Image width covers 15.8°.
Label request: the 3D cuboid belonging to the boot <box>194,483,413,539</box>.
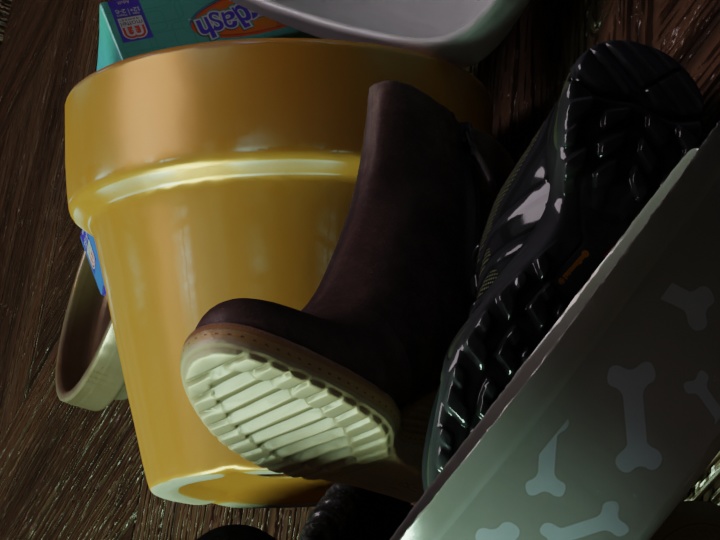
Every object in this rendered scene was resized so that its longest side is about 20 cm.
[{"bbox_3d":[-0.025,0.144,1.161,0.211,0.079,0.158,-113,36,-53],"label":"boot"}]

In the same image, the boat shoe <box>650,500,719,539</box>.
[{"bbox_3d":[0.066,0.158,0.776,0.200,0.072,0.065,-57,-6,-33],"label":"boat shoe"}]

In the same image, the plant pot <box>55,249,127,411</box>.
[{"bbox_3d":[-0.120,0.001,1.667,0.201,0.093,0.201,-162,90,-75],"label":"plant pot"}]

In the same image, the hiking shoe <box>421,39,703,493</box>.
[{"bbox_3d":[0.077,0.015,1.003,0.101,0.076,0.200,123,170,-79],"label":"hiking shoe"}]

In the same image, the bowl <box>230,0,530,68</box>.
[{"bbox_3d":[0.019,-0.189,1.229,0.200,0.199,0.075,-60,-26,-15],"label":"bowl"}]

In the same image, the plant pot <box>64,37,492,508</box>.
[{"bbox_3d":[-0.037,0.011,1.196,0.200,0.200,0.184,146,125,-67],"label":"plant pot"}]

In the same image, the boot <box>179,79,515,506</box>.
[{"bbox_3d":[0.000,0.000,1.035,0.072,0.200,0.167,-16,61,33],"label":"boot"}]

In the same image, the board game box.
[{"bbox_3d":[-0.063,-0.073,1.341,0.200,0.152,0.045,102,150,-55],"label":"board game box"}]

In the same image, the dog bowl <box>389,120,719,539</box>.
[{"bbox_3d":[0.079,0.042,0.822,0.200,0.059,0.200,-53,-3,-4],"label":"dog bowl"}]
